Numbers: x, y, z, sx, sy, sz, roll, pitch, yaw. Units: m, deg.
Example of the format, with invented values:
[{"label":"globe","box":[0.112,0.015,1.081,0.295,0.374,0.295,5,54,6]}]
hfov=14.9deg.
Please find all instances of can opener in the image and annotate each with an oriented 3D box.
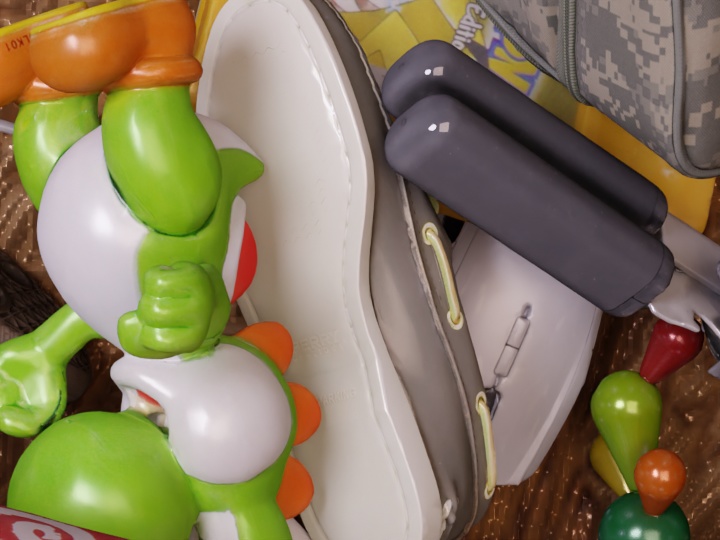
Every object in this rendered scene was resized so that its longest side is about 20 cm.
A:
[{"label":"can opener","box":[0.098,-0.021,0.934,0.199,0.067,0.054,32,37,-31]}]

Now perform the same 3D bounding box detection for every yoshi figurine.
[{"label":"yoshi figurine","box":[-0.081,0.020,0.869,0.111,0.112,0.201,-15,100,9]}]

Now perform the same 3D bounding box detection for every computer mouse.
[{"label":"computer mouse","box":[0.045,0.039,1.014,0.109,0.044,0.201,19,85,-12]}]

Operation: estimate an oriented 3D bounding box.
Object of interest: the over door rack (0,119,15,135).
[{"label":"over door rack","box":[-0.161,-0.114,0.937,0.199,0.067,0.149,9,67,-26]}]

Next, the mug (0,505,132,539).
[{"label":"mug","box":[-0.163,0.128,0.753,0.199,0.134,0.178,19,55,-5]}]

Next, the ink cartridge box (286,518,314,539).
[{"label":"ink cartridge box","box":[-0.041,0.181,0.932,0.200,0.083,0.146,45,61,4]}]

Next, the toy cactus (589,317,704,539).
[{"label":"toy cactus","box":[0.134,0.129,1.025,0.165,0.102,0.200,-41,102,8]}]

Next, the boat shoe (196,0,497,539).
[{"label":"boat shoe","box":[-0.002,0.000,0.934,0.060,0.072,0.203,-18,96,-50]}]

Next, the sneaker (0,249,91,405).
[{"label":"sneaker","box":[-0.190,0.004,0.955,0.199,0.071,0.076,33,106,-12]}]

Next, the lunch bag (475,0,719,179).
[{"label":"lunch bag","box":[0.130,-0.145,0.944,0.199,0.168,0.140,-26,134,-24]}]

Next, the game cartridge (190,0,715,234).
[{"label":"game cartridge","box":[0.046,-0.106,1.001,0.199,0.032,0.178,17,71,-12]}]
